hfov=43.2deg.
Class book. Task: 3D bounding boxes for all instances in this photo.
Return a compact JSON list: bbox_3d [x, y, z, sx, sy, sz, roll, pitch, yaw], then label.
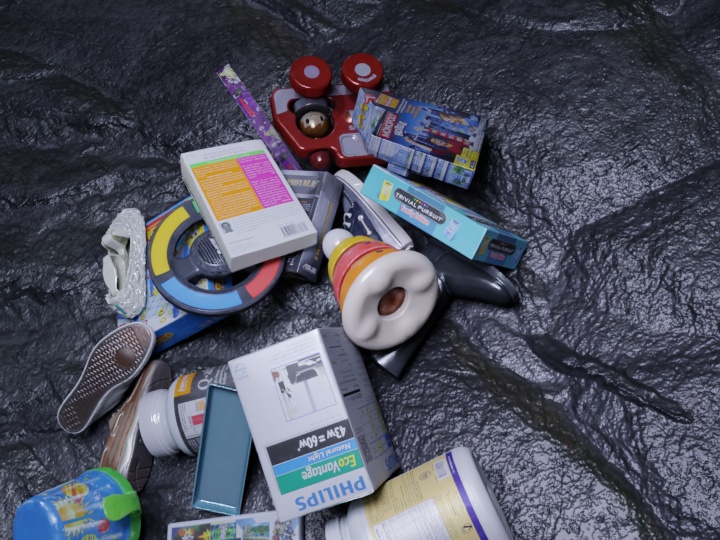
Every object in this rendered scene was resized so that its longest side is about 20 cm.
[{"bbox_3d":[-0.163,-0.101,1.312,0.132,0.048,0.201,-18,56,-21],"label":"book"}]

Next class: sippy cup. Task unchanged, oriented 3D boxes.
[{"bbox_3d":[-0.389,0.344,1.228,0.139,0.130,0.179,36,107,27],"label":"sippy cup"}]

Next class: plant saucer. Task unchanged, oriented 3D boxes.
[{"bbox_3d":[-0.182,0.240,1.218,0.069,0.202,0.019,12,25,0],"label":"plant saucer"}]

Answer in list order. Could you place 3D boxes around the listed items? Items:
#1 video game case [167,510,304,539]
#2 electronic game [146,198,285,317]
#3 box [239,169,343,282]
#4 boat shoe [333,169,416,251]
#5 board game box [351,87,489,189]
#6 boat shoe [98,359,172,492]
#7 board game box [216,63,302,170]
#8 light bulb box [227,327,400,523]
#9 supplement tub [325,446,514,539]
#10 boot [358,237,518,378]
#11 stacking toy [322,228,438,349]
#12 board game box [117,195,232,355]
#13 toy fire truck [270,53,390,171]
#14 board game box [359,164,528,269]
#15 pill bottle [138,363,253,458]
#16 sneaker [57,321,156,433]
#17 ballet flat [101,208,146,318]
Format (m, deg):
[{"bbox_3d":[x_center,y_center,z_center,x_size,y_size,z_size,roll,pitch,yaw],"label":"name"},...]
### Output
[{"bbox_3d":[-0.168,0.418,1.203,0.198,0.022,0.184,-11,61,15],"label":"video game case"},{"bbox_3d":[-0.206,-0.024,1.303,0.197,0.042,0.202,2,59,-3],"label":"electronic game"},{"bbox_3d":[-0.134,-0.073,1.388,0.198,0.048,0.160,6,74,36],"label":"box"},{"bbox_3d":[-0.006,-0.063,1.358,0.092,0.075,0.200,-36,58,-9],"label":"boat shoe"},{"bbox_3d":[0.074,-0.190,1.305,0.198,0.062,0.200,19,32,4],"label":"board game box"},{"bbox_3d":[-0.334,0.224,1.331,0.071,0.076,0.202,4,64,23],"label":"boat shoe"},{"bbox_3d":[-0.149,-0.220,1.416,0.032,0.200,0.120,-38,57,-2],"label":"board game box"},{"bbox_3d":[-0.052,0.185,1.143,0.124,0.198,0.202,-20,83,10],"label":"light bulb box"},{"bbox_3d":[0.072,0.317,1.096,0.199,0.146,0.146,-27,58,5],"label":"supplement tub"},{"bbox_3d":[0.099,0.065,1.261,0.164,0.066,0.200,33,75,38],"label":"boot"},{"bbox_3d":[0.000,0.000,1.242,0.146,0.146,0.200,-41,44,-4],"label":"stacking toy"},{"bbox_3d":[-0.289,0.008,1.399,0.199,0.056,0.198,-27,57,27],"label":"board game box"},{"bbox_3d":[-0.035,-0.233,1.409,0.198,0.112,0.170,-7,63,-13],"label":"toy fire truck"},{"bbox_3d":[0.118,-0.074,1.274,0.199,0.150,0.047,33,102,29],"label":"board game box"},{"bbox_3d":[-0.201,0.194,1.273,0.198,0.117,0.117,-15,60,11],"label":"pill bottle"},{"bbox_3d":[-0.372,0.151,1.361,0.073,0.085,0.200,43,99,4],"label":"sneaker"},{"bbox_3d":[-0.364,-0.023,1.391,0.071,0.072,0.202,-19,58,9],"label":"ballet flat"}]
